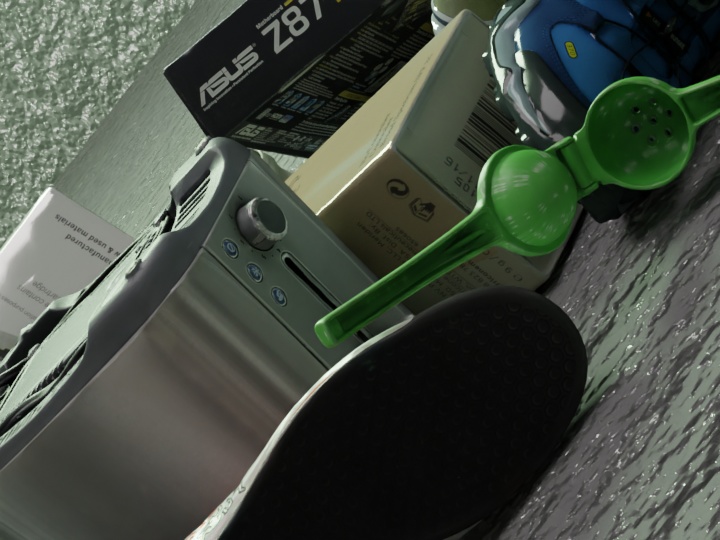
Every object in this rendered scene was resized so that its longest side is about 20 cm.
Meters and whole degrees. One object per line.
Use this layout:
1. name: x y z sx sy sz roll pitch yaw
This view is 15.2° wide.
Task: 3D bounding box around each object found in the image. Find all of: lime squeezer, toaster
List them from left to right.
1. toaster: -0.062 0.058 0.977 0.200 0.129 0.114 -43 13 35
2. lime squeezer: 0.073 -0.028 0.850 0.199 0.038 0.071 -29 22 -3

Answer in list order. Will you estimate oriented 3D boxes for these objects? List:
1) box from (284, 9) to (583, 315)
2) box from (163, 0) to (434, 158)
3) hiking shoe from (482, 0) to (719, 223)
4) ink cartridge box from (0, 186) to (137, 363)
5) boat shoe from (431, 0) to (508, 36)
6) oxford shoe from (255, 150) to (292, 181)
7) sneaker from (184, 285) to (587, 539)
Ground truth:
1. box: 0.000 0.000 1.047 0.200 0.078 0.095 -42 14 42
2. box: 0.004 -0.120 1.270 0.161 0.049 0.200 -37 -7 11
3. hiking shoe: 0.100 -0.096 0.961 0.087 0.074 0.201 -37 21 29
4. ink cartridge box: -0.143 0.088 1.179 0.201 0.083 0.147 -55 -26 -12
5. boat shoe: 0.095 -0.155 1.098 0.200 0.072 0.062 -49 -35 -39
6. oxford shoe: -0.066 -0.003 1.394 0.075 0.058 0.200 -44 15 25
7. sneaker: -0.013 0.080 0.868 0.201 0.067 0.108 -47 3 -1
